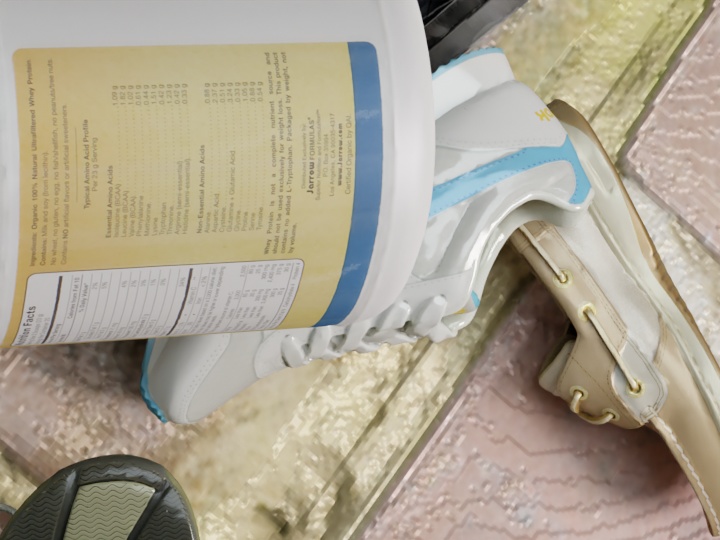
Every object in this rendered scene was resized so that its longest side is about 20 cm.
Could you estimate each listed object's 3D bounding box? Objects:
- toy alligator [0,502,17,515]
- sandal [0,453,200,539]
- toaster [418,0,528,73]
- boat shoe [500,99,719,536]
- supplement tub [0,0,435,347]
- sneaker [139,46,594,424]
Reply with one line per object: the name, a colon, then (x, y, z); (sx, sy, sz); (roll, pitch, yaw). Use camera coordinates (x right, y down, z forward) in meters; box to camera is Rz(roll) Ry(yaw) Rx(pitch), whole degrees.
toy alligator: (-0.094, 0.124, 0.899); (0.200, 0.054, 0.059); (42, 68, -7)
sandal: (-0.099, 0.149, 0.854); (0.079, 0.057, 0.202); (4, 122, -4)
toaster: (0.027, -0.186, 0.931); (0.181, 0.200, 0.119); (47, 64, -5)
boat shoe: (0.105, 0.030, 0.989); (0.069, 0.074, 0.201); (-28, 89, 1)
supplement tub: (-0.087, -0.048, 0.804); (0.199, 0.145, 0.146); (-3, 80, -17)
sneaker: (0.000, 0.000, 0.922); (0.200, 0.077, 0.081); (-39, 77, -2)
